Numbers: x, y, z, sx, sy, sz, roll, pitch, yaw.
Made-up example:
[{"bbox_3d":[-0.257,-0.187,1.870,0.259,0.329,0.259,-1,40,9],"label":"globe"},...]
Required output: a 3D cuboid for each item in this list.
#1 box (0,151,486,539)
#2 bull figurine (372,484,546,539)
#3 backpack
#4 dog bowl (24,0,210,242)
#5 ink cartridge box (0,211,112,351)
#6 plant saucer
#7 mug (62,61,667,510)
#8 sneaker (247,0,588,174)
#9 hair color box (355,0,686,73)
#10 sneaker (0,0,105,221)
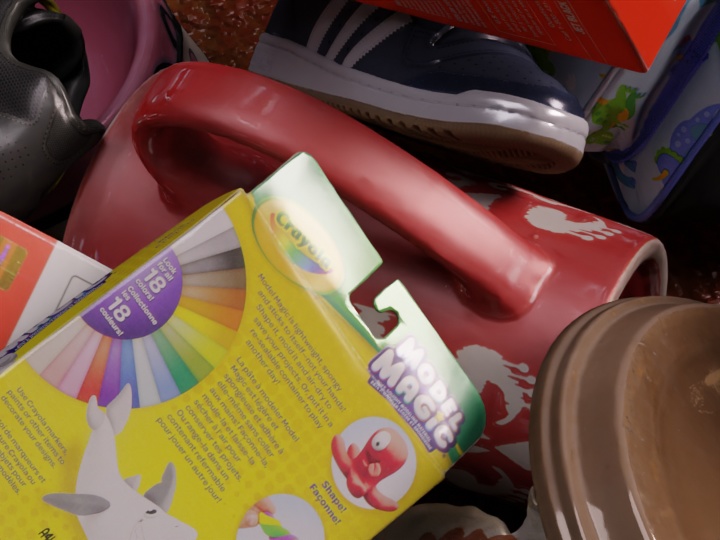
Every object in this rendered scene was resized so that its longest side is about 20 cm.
[{"bbox_3d":[-0.065,0.063,0.674,0.200,0.048,0.118,-37,99,-14],"label":"box"},{"bbox_3d":[0.051,0.130,0.717,0.065,0.122,0.200,-9,55,-48],"label":"bull figurine"},{"bbox_3d":[0.133,-0.136,0.847,0.146,0.183,0.201,11,40,-26],"label":"backpack"},{"bbox_3d":[-0.161,-0.070,0.939,0.199,0.074,0.201,-6,51,7],"label":"dog bowl"},{"bbox_3d":[-0.121,0.043,0.707,0.199,0.050,0.109,29,76,-16],"label":"ink cartridge box"},{"bbox_3d":[0.138,0.089,0.696,0.029,0.199,0.201,-42,40,36],"label":"plant saucer"},{"bbox_3d":[-0.003,0.011,0.790,0.199,0.177,0.134,18,92,19],"label":"mug"},{"bbox_3d":[0.027,-0.104,0.812,0.200,0.070,0.109,23,95,57],"label":"sneaker"},{"bbox_3d":[0.031,-0.145,0.754,0.199,0.061,0.102,18,71,37],"label":"hair color box"},{"bbox_3d":[-0.144,-0.081,0.831,0.084,0.075,0.200,-33,44,9],"label":"sneaker"}]
